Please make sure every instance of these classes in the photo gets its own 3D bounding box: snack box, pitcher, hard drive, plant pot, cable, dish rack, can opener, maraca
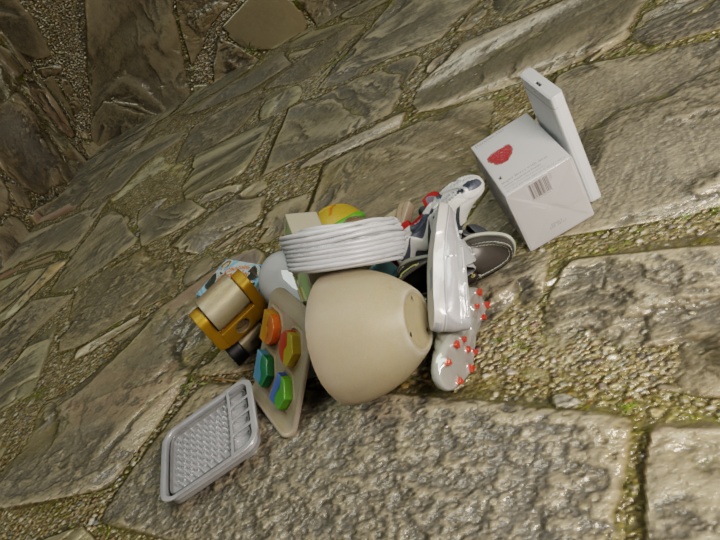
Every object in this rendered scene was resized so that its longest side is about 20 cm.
[{"bbox_3d":[-0.281,0.035,1.499,0.197,0.037,0.117,7,52,49],"label":"snack box"},{"bbox_3d":[-0.096,0.025,1.265,0.171,0.123,0.199,-39,41,-16],"label":"pitcher"},{"bbox_3d":[0.327,-0.222,1.085,0.026,0.202,0.133,-29,32,8],"label":"hard drive"},{"bbox_3d":[0.029,0.086,0.971,0.132,0.202,0.203,-16,36,31],"label":"plant pot"},{"bbox_3d":[-0.026,-0.038,1.027,0.194,0.071,0.200,-8,3,2],"label":"cable"},{"bbox_3d":[-0.250,0.295,1.127,0.198,0.044,0.173,-34,33,4],"label":"dish rack"},{"bbox_3d":[0.172,-0.068,1.198,0.065,0.055,0.200,-8,26,-19],"label":"can opener"},{"bbox_3d":[-0.061,-0.066,1.343,0.135,0.109,0.200,-25,-7,-33],"label":"maraca"}]

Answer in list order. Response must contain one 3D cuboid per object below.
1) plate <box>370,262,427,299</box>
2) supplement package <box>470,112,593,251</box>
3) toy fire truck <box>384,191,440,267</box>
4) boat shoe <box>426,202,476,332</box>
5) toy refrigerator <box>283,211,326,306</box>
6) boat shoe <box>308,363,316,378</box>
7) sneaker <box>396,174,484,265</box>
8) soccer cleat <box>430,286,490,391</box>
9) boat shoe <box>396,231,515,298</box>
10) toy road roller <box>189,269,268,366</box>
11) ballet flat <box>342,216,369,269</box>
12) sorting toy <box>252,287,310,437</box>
[{"bbox_3d":[0.067,0.008,1.208,0.197,0.026,0.202,-26,33,17],"label":"plate"},{"bbox_3d":[0.284,-0.154,1.117,0.120,0.121,0.202,-30,32,10],"label":"supplement package"},{"bbox_3d":[0.079,-0.079,1.205,0.200,0.048,0.142,-43,37,18],"label":"toy fire truck"},{"bbox_3d":[0.135,-0.007,0.966,0.066,0.073,0.204,5,57,-3],"label":"boat shoe"},{"bbox_3d":[-0.088,-0.012,1.169,0.068,0.077,0.202,-6,42,-19],"label":"toy refrigerator"},{"bbox_3d":[-0.053,0.132,1.137,0.197,0.075,0.066,-23,-1,34],"label":"boat shoe"},{"bbox_3d":[0.156,-0.053,1.089,0.199,0.129,0.080,-45,15,20],"label":"sneaker"},{"bbox_3d":[0.136,0.103,0.985,0.076,0.070,0.202,-16,30,37],"label":"soccer cleat"},{"bbox_3d":[0.147,-0.002,1.034,0.197,0.073,0.061,-18,18,19],"label":"boat shoe"},{"bbox_3d":[-0.258,0.073,1.278,0.123,0.201,0.145,-42,54,-12],"label":"toy road roller"},{"bbox_3d":[0.000,0.000,1.168,0.064,0.070,0.206,-9,78,32],"label":"ballet flat"},{"bbox_3d":[-0.137,0.149,1.118,0.184,0.036,0.205,30,108,57],"label":"sorting toy"}]
